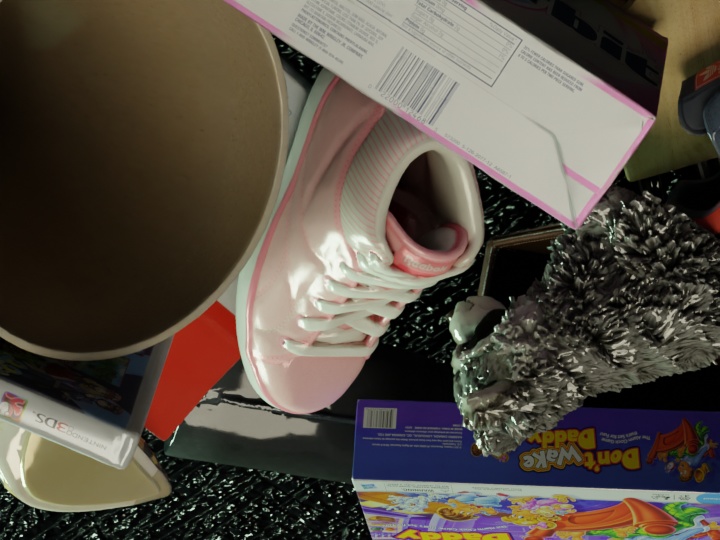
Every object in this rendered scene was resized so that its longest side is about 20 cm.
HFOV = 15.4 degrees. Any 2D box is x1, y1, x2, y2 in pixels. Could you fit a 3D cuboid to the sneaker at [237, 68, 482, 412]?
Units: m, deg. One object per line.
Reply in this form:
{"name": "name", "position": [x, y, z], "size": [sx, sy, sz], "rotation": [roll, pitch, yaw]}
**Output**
{"name": "sneaker", "position": [0.000, 0.000, 1.310], "size": [0.075, 0.105, 0.202], "rotation": [1, 119, -31]}

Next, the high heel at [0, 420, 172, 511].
{"name": "high heel", "position": [-0.195, 0.055, 1.436], "size": [0.199, 0.143, 0.072], "rotation": [25, 109, -31]}

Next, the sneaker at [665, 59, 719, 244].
{"name": "sneaker", "position": [0.195, -0.093, 1.235], "size": [0.084, 0.075, 0.201], "rotation": [20, 119, 7]}

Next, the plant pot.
{"name": "plant pot", "position": [-0.165, -0.077, 1.230], "size": [0.186, 0.199, 0.189], "rotation": [-14, 113, -34]}

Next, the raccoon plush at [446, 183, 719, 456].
{"name": "raccoon plush", "position": [0.134, 0.043, 1.253], "size": [0.199, 0.135, 0.097], "rotation": [18, 163, 35]}

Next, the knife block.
{"name": "knife block", "position": [0.166, -0.098, 1.322], "size": [0.174, 0.064, 0.200], "rotation": [13, 138, -28]}

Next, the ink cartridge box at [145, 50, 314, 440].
{"name": "ink cartridge box", "position": [-0.077, -0.009, 1.371], "size": [0.200, 0.047, 0.160], "rotation": [-46, 128, 5]}

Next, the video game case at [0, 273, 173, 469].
{"name": "video game case", "position": [-0.177, 0.016, 1.237], "size": [0.181, 0.200, 0.023], "rotation": [23, 106, -5]}

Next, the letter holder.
{"name": "letter holder", "position": [0.175, 0.047, 1.413], "size": [0.199, 0.101, 0.142], "rotation": [14, 169, -20]}

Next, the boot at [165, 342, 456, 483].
{"name": "boot", "position": [-0.016, 0.113, 1.510], "size": [0.198, 0.066, 0.166], "rotation": [12, 103, -20]}

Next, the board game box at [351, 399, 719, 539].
{"name": "board game box", "position": [0.102, 0.115, 1.399], "size": [0.198, 0.045, 0.135], "rotation": [1, 157, 8]}

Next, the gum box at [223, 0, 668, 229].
{"name": "gum box", "position": [0.036, -0.115, 1.185], "size": [0.199, 0.114, 0.066], "rotation": [33, 114, -5]}
